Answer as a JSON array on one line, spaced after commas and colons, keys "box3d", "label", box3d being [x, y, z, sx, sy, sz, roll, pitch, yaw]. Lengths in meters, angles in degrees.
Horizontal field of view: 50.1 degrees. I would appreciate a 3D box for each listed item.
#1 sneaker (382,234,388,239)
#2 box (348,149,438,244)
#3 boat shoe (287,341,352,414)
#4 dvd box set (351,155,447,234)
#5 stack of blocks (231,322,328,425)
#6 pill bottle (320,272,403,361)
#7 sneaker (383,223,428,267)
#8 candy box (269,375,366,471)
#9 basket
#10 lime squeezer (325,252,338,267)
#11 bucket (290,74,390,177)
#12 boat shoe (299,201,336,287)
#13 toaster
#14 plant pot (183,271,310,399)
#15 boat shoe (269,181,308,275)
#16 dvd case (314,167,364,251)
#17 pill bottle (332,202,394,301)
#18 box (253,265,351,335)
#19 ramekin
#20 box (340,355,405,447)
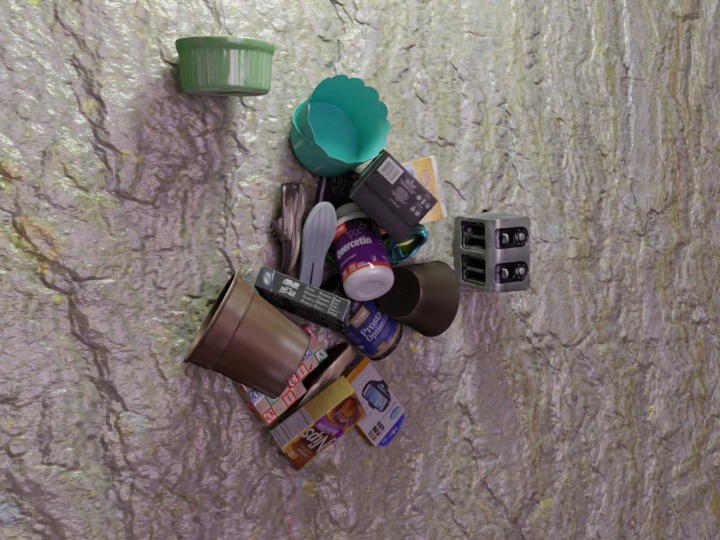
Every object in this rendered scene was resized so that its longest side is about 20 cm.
[{"box3d": [0.109, -0.156, 1.816, 0.069, 0.089, 0.204, 22, 78, -29], "label": "sneaker"}, {"box3d": [0.065, -0.163, 1.643, 0.148, 0.200, 0.125, 42, 97, -8], "label": "box"}, {"box3d": [-0.080, 0.249, 1.713, 0.065, 0.072, 0.201, 45, 74, -23], "label": "boat shoe"}, {"box3d": [0.090, -0.168, 1.764, 0.196, 0.029, 0.149, -13, 98, -3], "label": "dvd box set"}, {"box3d": [-0.167, 0.221, 1.667, 0.199, 0.058, 0.116, -40, 109, -25], "label": "stack of blocks"}, {"box3d": [-0.004, 0.102, 1.735, 0.200, 0.111, 0.113, 44, 69, -23], "label": "pill bottle"}, {"box3d": [0.068, -0.040, 1.730, 0.199, 0.080, 0.078, -37, 104, 4], "label": "sneaker"}, {"box3d": [-0.088, 0.332, 1.664, 0.198, 0.056, 0.118, -36, 141, -11], "label": "candy box"}, {"box3d": [0.129, 0.059, 1.754, 0.199, 0.134, 0.184, 10, 89, -61], "label": "basket"}, {"box3d": [0.000, 0.000, 1.781, 0.197, 0.037, 0.072, 3, 85, -32], "label": "lime squeezer"}, {"box3d": [-0.051, -0.309, 1.678, 0.203, 0.134, 0.212, 7, 76, -27], "label": "bucket"}, {"box3d": [-0.103, -0.055, 1.671, 0.071, 0.062, 0.204, 8, 108, -22], "label": "boat shoe"}, {"box3d": [0.321, -0.051, 1.899, 0.117, 0.199, 0.185, -6, 101, -28], "label": "toaster"}, {"box3d": [-0.217, 0.142, 1.531, 0.196, 0.200, 0.203, 33, 73, -12], "label": "plant pot"}, {"box3d": [-0.161, -0.094, 1.675, 0.072, 0.074, 0.205, 9, 89, -5], "label": "boat shoe"}, {"box3d": [-0.037, -0.143, 1.767, 0.148, 0.025, 0.204, 14, 83, -31], "label": "dvd case"}, {"box3d": [-0.002, -0.044, 1.672, 0.110, 0.113, 0.203, 4, 53, -31], "label": "pill bottle"}, {"box3d": [-0.116, 0.065, 1.594, 0.197, 0.160, 0.044, 22, 76, 6], "label": "box"}, {"box3d": [-0.268, -0.402, 1.532, 0.197, 0.199, 0.100, -4, 100, -31], "label": "ramekin"}, {"box3d": [0.021, 0.312, 1.793, 0.119, 0.041, 0.201, -45, 114, -23], "label": "box"}]
